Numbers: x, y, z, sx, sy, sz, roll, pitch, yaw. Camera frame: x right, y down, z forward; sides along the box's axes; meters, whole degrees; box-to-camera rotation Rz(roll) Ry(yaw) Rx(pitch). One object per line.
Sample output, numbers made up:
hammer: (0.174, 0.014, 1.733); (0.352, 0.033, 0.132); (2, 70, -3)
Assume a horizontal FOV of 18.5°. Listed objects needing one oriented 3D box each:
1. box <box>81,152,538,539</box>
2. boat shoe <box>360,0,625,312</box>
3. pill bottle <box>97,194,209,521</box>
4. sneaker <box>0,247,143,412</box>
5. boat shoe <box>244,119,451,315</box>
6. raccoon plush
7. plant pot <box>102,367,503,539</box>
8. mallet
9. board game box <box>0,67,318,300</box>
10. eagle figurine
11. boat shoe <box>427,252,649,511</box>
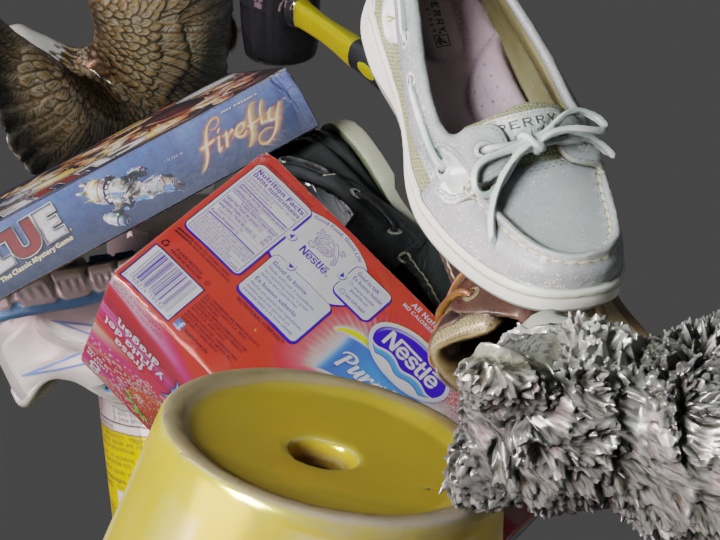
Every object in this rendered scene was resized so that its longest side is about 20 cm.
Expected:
box: (-0.016, 0.061, 0.974); (0.200, 0.100, 0.096); (44, 151, 8)
boat shoe: (0.052, -0.068, 0.891); (0.065, 0.074, 0.202); (98, 159, -48)
pill bottle: (-0.093, 0.064, 1.249); (0.113, 0.113, 0.200); (-154, 56, -63)
sneaker: (-0.103, 0.027, 1.156); (0.075, 0.200, 0.087); (-30, -73, -69)
boat shoe: (0.000, -0.002, 1.052); (0.075, 0.066, 0.199); (102, 149, -41)
raccoon plush: (0.114, 0.068, 0.713); (0.200, 0.134, 0.097); (-139, 44, -57)
plant pot: (-0.029, 0.147, 0.832); (0.201, 0.200, 0.189); (42, 125, 56)
mallet: (-0.005, -0.098, 1.067); (0.200, 0.041, 0.066); (48, 143, 45)
board game box: (-0.130, -0.041, 1.117); (0.035, 0.200, 0.135); (63, 167, -11)
eagle figurine: (-0.148, -0.109, 1.251); (0.200, 0.151, 0.152); (130, 137, -72)
boat shoe: (0.061, 0.021, 0.905); (0.072, 0.072, 0.200); (103, 148, -45)
